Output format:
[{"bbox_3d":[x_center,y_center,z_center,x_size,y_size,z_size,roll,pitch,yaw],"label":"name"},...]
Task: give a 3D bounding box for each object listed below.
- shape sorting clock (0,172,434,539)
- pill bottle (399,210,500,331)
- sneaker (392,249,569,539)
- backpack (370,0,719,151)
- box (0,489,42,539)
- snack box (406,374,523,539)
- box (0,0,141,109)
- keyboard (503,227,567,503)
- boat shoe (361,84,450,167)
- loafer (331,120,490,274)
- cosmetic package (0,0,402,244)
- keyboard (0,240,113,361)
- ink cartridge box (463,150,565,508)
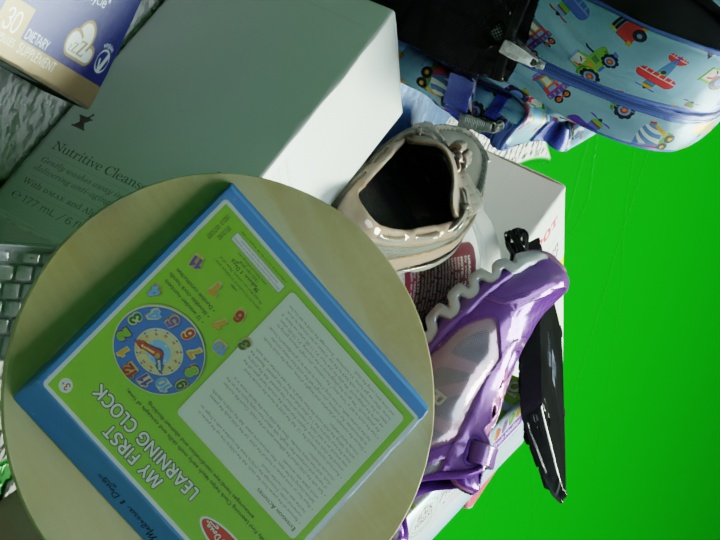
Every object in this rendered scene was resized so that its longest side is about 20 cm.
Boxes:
[{"bbox_3d":[-0.061,0.058,1.112,0.201,0.199,0.039,-59,-163,-16],"label":"shape sorting clock"},{"bbox_3d":[0.000,0.000,1.456,0.200,0.114,0.115,-9,120,-64],"label":"pill bottle"},{"bbox_3d":[0.051,0.076,1.405,0.200,0.088,0.081,-45,163,-3],"label":"sneaker"},{"bbox_3d":[0.117,-0.131,1.301,0.182,0.199,0.135,-35,152,-61],"label":"backpack"},{"bbox_3d":[-0.113,0.147,1.228,0.199,0.109,0.128,-35,167,21],"label":"box"},{"bbox_3d":[-0.005,0.106,1.510,0.200,0.142,0.053,-40,148,-47],"label":"snack box"},{"bbox_3d":[-0.114,-0.181,1.123,0.201,0.032,0.121,-66,158,-2],"label":"box"},{"bbox_3d":[0.104,0.040,1.526,0.200,0.020,0.128,-85,162,-61],"label":"keyboard"},{"bbox_3d":[0.019,-0.112,1.454,0.200,0.068,0.085,-39,150,-52],"label":"boat shoe"},{"bbox_3d":[0.027,-0.038,1.335,0.063,0.072,0.200,-40,177,35],"label":"loafer"},{"bbox_3d":[-0.075,-0.057,1.231,0.201,0.112,0.081,-55,156,-28],"label":"cosmetic package"},{"bbox_3d":[-0.152,0.014,1.102,0.198,0.011,0.057,3,109,-25],"label":"keyboard"},{"bbox_3d":[0.071,0.039,1.696,0.145,0.083,0.201,-52,154,-32],"label":"ink cartridge box"}]
